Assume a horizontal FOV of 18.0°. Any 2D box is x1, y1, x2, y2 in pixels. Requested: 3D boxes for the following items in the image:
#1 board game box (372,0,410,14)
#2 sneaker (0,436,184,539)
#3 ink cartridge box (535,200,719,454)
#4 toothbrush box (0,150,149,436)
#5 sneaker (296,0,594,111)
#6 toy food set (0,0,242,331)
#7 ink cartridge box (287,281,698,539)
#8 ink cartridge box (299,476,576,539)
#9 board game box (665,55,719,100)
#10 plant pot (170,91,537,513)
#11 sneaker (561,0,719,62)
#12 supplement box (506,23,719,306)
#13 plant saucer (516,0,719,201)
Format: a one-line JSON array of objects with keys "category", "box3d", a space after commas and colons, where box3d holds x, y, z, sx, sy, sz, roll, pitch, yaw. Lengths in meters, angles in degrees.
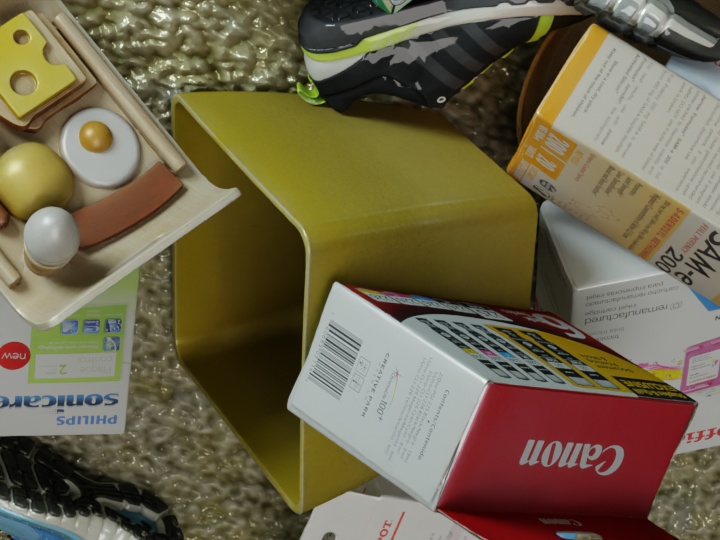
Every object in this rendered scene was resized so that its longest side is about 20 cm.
[{"category": "board game box", "box3d": [0.060, -0.264, 1.345, 0.200, 0.029, 0.135, -39, 125, -5]}, {"category": "sneaker", "box3d": [-0.217, 0.179, 1.537, 0.200, 0.078, 0.090, 29, 113, -28]}, {"category": "ink cartridge box", "box3d": [0.196, 0.038, 1.531, 0.144, 0.085, 0.200, -11, 139, -7]}, {"category": "toothbrush box", "box3d": [-0.216, 0.000, 1.422, 0.145, 0.086, 0.200, 1, 122, -15]}, {"category": "sneaker", "box3d": [0.056, -0.146, 1.421, 0.199, 0.072, 0.083, -9, 124, 2]}, {"category": "toy food set", "box3d": [-0.185, -0.080, 1.315, 0.143, 0.060, 0.200, -37, 85, -22]}, {"category": "ink cartridge box", "box3d": [0.093, 0.087, 1.305, 0.200, 0.175, 0.084, 8, 109, -47]}, {"category": "ink cartridge box", "box3d": [0.038, 0.195, 1.621, 0.200, 0.068, 0.115, 12, 116, -22]}, {"category": "board game box", "box3d": [0.312, -0.068, 1.395, 0.199, 0.200, 0.041, 26, 96, -52]}, {"category": "plant pot", "box3d": [0.000, 0.000, 1.427, 0.176, 0.200, 0.200, -14, 125, -24]}, {"category": "sneaker", "box3d": [0.147, -0.209, 1.329, 0.200, 0.075, 0.116, 26, 90, -10]}, {"category": "supplement box", "box3d": [0.197, -0.051, 1.380, 0.200, 0.126, 0.074, 32, 75, 4]}, {"category": "plant saucer", "box3d": [0.193, -0.117, 1.491, 0.200, 0.035, 0.201, -7, 122, -12]}]
